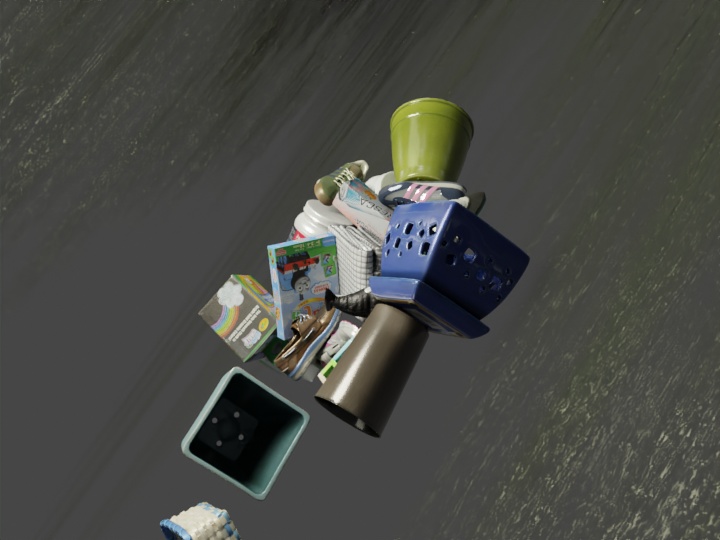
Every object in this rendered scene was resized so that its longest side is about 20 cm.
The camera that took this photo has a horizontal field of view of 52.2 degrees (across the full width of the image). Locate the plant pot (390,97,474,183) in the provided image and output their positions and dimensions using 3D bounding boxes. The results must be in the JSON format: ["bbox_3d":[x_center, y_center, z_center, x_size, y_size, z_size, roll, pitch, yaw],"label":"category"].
[{"bbox_3d":[0.154,-0.254,1.688,0.200,0.200,0.194,-26,44,46],"label":"plant pot"}]

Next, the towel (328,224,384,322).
[{"bbox_3d":[0.000,0.000,1.584,0.200,0.085,0.167,-138,43,-61],"label":"towel"}]

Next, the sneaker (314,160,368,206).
[{"bbox_3d":[-0.038,-0.219,1.743,0.090,0.067,0.200,-35,5,26],"label":"sneaker"}]

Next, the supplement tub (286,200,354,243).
[{"bbox_3d":[-0.107,-0.049,1.729,0.141,0.139,0.201,-109,40,-64],"label":"supplement tub"}]

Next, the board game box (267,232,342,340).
[{"bbox_3d":[-0.116,0.033,1.572,0.150,0.202,0.036,-15,20,-32],"label":"board game box"}]

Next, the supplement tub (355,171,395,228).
[{"bbox_3d":[0.031,-0.146,1.791,0.199,0.140,0.141,-24,34,47],"label":"supplement tub"}]

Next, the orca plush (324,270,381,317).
[{"bbox_3d":[0.029,0.055,1.455,0.071,0.198,0.106,-112,31,-77],"label":"orca plush"}]

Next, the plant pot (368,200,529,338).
[{"bbox_3d":[0.143,0.006,1.287,0.200,0.199,0.181,2,62,62],"label":"plant pot"}]

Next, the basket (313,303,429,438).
[{"bbox_3d":[0.026,0.172,1.295,0.201,0.135,0.180,-58,-5,-17],"label":"basket"}]

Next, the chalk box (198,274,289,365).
[{"bbox_3d":[-0.236,0.121,1.645,0.125,0.200,0.124,-47,-9,8],"label":"chalk box"}]

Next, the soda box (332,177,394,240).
[{"bbox_3d":[0.033,-0.119,1.661,0.063,0.200,0.069,-26,-27,-54],"label":"soda box"}]

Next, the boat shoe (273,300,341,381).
[{"bbox_3d":[-0.108,0.127,1.531,0.201,0.072,0.072,-60,17,-19],"label":"boat shoe"}]

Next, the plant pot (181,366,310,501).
[{"bbox_3d":[-0.258,0.339,1.545,0.197,0.196,0.200,-59,14,-20],"label":"plant pot"}]

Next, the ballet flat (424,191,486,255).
[{"bbox_3d":[0.190,-0.098,1.509,0.201,0.068,0.068,-58,23,-17],"label":"ballet flat"}]

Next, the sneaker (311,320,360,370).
[{"bbox_3d":[-0.041,0.168,1.537,0.200,0.081,0.089,-29,31,58],"label":"sneaker"}]

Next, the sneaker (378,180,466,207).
[{"bbox_3d":[0.129,-0.146,1.601,0.198,0.070,0.083,-1,62,20],"label":"sneaker"}]

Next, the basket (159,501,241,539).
[{"bbox_3d":[-0.332,0.543,1.393,0.199,0.140,0.176,-27,10,-30],"label":"basket"}]

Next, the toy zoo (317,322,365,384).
[{"bbox_3d":[0.018,0.174,1.406,0.200,0.020,0.131,-48,49,7],"label":"toy zoo"}]

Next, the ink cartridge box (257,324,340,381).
[{"bbox_3d":[-0.146,0.171,1.711,0.147,0.084,0.200,-59,24,-16],"label":"ink cartridge box"}]
